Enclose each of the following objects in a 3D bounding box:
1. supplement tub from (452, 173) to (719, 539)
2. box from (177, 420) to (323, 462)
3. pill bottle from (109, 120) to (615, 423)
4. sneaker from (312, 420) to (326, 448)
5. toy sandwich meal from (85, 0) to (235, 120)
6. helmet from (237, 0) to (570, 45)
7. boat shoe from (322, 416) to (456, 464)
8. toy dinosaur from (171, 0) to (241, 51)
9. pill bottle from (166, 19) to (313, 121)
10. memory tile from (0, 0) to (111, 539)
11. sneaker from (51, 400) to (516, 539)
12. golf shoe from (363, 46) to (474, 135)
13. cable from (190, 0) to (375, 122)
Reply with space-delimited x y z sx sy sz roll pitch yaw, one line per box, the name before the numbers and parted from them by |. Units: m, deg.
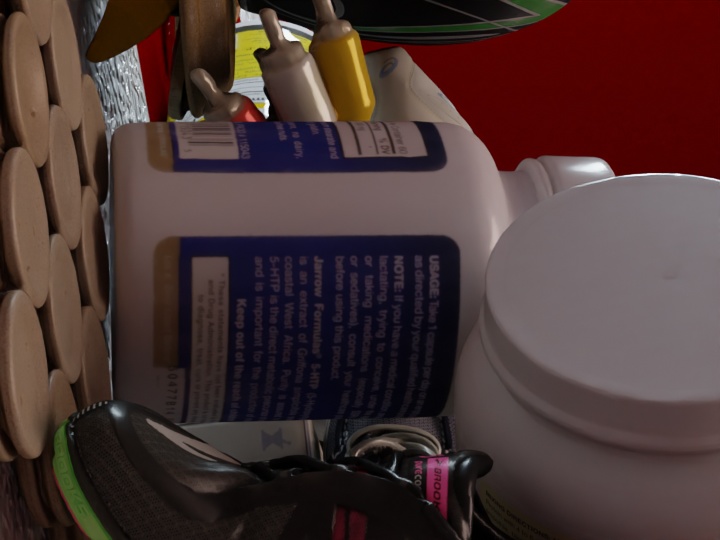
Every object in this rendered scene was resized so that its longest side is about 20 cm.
supplement tub | 0.107 0.081 0.690 0.145 0.144 0.201 -94 180 -52
box | -0.050 0.137 0.919 0.200 0.077 0.095 79 5 -70
pill bottle | 0.000 0.000 0.764 0.120 0.199 0.120 180 -90 -82
sneaker | 0.015 0.085 1.006 0.073 0.199 0.112 -66 156 -15
toy sandwich meal | -0.094 -0.168 0.849 0.205 0.070 0.206 179 -90 -88
helmet | 0.036 -0.196 0.884 0.200 0.190 0.201 179 -90 -89
boat shoe | 0.019 0.092 0.817 0.093 0.074 0.201 89 -3 -48
toy dinosaur | -0.089 -0.203 1.148 0.106 0.060 0.201 75 8 -69
pill bottle | -0.051 -0.047 0.997 0.200 0.111 0.112 -92 175 -61
memory tile | -0.105 -0.009 0.635 0.153 0.017 0.201 81 4 -61
sneaker | -0.001 0.081 0.597 0.084 0.199 0.077 -59 -164 22
golf shoe | 0.037 -0.051 0.969 0.200 0.078 0.098 68 6 -75
cable | -0.006 -0.019 0.831 0.200 0.097 0.050 57 -12 -14
